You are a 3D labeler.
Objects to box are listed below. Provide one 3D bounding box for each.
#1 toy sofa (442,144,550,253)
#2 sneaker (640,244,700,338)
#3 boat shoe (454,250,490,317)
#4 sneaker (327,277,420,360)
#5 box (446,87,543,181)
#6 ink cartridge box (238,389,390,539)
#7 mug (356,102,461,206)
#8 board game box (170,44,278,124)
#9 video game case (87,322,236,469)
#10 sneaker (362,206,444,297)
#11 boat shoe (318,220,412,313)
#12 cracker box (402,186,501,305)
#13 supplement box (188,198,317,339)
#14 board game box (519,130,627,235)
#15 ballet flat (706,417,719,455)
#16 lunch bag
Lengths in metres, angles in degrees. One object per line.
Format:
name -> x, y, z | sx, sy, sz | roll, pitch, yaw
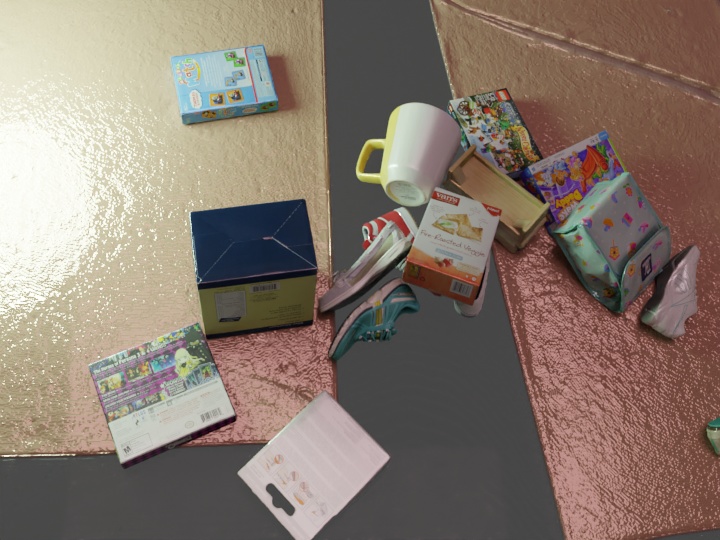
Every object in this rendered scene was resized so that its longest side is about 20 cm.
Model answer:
toy sofa -> 0.255, -0.135, 1.600 | 0.199, 0.098, 0.083 | 40, 70, 16
sneaker -> 0.593, 0.041, 1.571 | 0.080, 0.070, 0.202 | 36, 65, -3
boat shoe -> 0.211, -0.016, 1.551 | 0.072, 0.066, 0.204 | 4, 61, -4
sneaker -> 0.024, 0.092, 1.470 | 0.199, 0.078, 0.080 | -38, 80, -23
box -> 0.274, -0.272, 1.715 | 0.134, 0.038, 0.203 | -15, 64, -14
ink cartridge box -> -0.073, 0.317, 1.352 | 0.161, 0.050, 0.199 | 42, 69, 16
mug -> 0.096, -0.203, 1.615 | 0.148, 0.186, 0.156 | 30, 61, -21
board game box -> -0.278, -0.381, 1.714 | 0.195, 0.037, 0.154 | -10, 63, -12
video game case -> -0.326, 0.202, 1.388 | 0.196, 0.036, 0.184 | -21, 66, -17
sneaker -> 0.074, -0.020, 1.536 | 0.110, 0.072, 0.202 | -19, 57, -20
boat shoe -> 0.000, -0.001, 1.484 | 0.201, 0.074, 0.065 | -41, 78, 8
cracker box -> 0.164, -0.047, 1.489 | 0.131, 0.058, 0.202 | 18, 48, 6
supplement box -> -0.179, 0.001, 1.421 | 0.195, 0.201, 0.137 | -7, 61, -10
board game box -> 0.428, -0.173, 1.654 | 0.197, 0.045, 0.137 | -25, 84, -19
ballet flat -> 0.687, 0.263, 1.466 | 0.196, 0.067, 0.064 | -21, 93, -13
lunch bag -> 0.477, -0.047, 1.559 | 0.170, 0.122, 0.201 | -41, 98, -24
